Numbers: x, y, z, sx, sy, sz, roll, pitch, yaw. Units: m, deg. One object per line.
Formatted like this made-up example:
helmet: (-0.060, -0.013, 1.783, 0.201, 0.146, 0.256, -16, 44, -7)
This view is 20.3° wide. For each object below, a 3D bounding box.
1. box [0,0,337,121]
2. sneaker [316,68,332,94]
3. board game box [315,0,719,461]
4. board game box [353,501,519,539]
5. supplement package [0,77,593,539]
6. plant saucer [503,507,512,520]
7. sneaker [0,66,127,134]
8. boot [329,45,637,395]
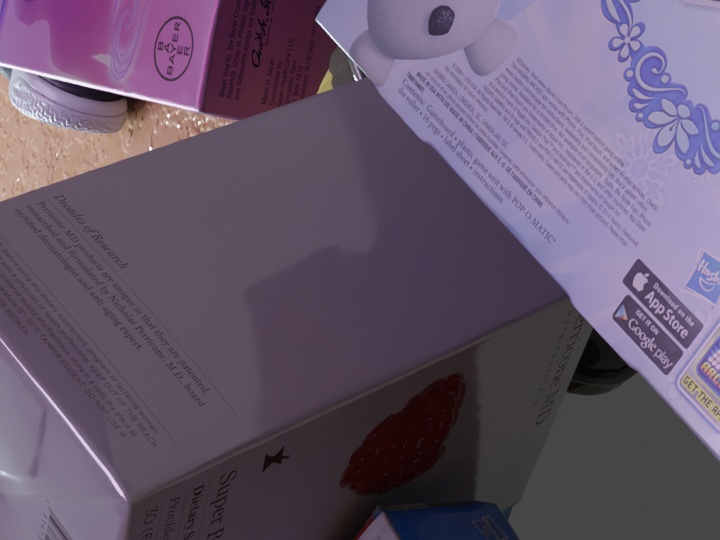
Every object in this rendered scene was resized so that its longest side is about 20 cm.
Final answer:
box: (-0.085, -0.169, 0.960, 0.199, 0.096, 0.178, 17, 98, 47)
sneaker: (0.000, 0.000, 0.828, 0.105, 0.075, 0.202, -166, 86, -71)
board game box: (0.101, -0.089, 0.529, 0.200, 0.043, 0.200, 50, 116, 36)
board game box: (0.019, 0.212, 0.633, 0.196, 0.056, 0.201, -52, 54, 32)
supplement package: (-0.036, 0.036, 0.658, 0.120, 0.199, 0.122, 45, 139, 28)
plant saucer: (0.061, 0.008, 0.807, 0.070, 0.019, 0.202, 35, 111, 52)
sneaker: (-0.181, -0.159, 1.148, 0.200, 0.075, 0.115, 35, 111, 46)
boot: (0.084, -0.066, 0.678, 0.182, 0.072, 0.200, 51, 137, 1)
